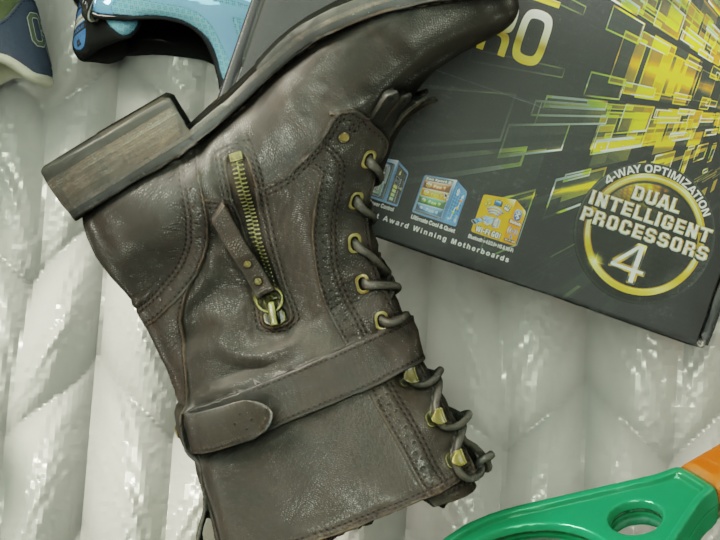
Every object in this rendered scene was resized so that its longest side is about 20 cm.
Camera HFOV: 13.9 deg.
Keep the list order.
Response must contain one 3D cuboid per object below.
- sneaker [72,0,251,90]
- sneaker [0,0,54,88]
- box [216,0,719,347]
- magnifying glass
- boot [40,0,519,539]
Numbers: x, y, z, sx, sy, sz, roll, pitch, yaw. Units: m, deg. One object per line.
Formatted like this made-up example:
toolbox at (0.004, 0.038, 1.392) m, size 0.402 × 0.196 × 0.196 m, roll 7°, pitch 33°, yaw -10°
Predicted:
sneaker at (-0.096, -0.128, 1.142) m, size 0.200 × 0.078 × 0.090 m, roll 35°, pitch 87°, yaw 14°
sneaker at (-0.207, -0.052, 1.144) m, size 0.200 × 0.067 × 0.090 m, roll -38°, pitch 83°, yaw 3°
box at (0.058, -0.078, 1.085) m, size 0.200 × 0.049 × 0.162 m, roll 20°, pitch 92°, yaw -1°
magnifying glass at (0.104, 0.089, 1.045) m, size 0.200 × 0.022 × 0.080 m, roll -29°, pitch 36°, yaw -25°
boot at (0.000, 0.000, 1.039) m, size 0.200 × 0.069 × 0.174 m, roll -28°, pitch 95°, yaw 10°
